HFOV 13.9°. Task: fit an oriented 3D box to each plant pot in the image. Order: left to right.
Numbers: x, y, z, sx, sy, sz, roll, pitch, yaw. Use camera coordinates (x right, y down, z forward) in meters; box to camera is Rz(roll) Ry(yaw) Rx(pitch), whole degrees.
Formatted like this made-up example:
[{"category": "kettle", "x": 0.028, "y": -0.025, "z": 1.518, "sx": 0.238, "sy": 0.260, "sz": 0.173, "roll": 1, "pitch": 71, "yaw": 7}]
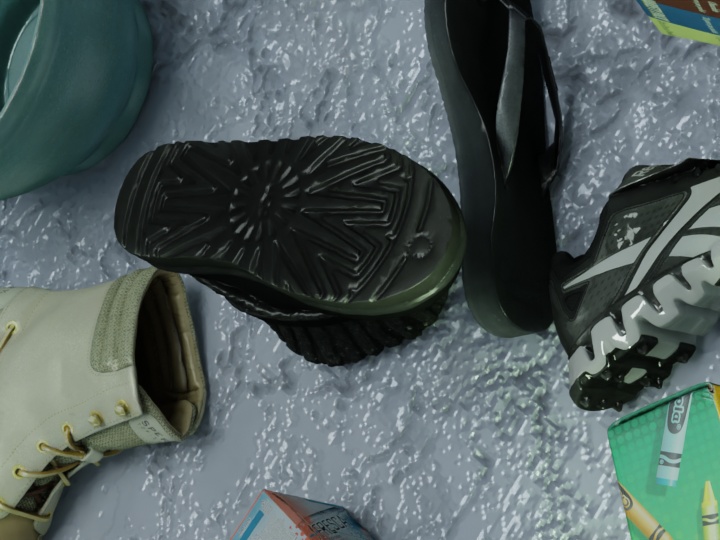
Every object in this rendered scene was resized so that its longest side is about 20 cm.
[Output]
[{"category": "plant pot", "x": -0.199, "y": -0.123, "z": 1.619, "sx": 0.200, "sy": 0.134, "sz": 0.201, "roll": -11, "pitch": 71, "yaw": 36}]

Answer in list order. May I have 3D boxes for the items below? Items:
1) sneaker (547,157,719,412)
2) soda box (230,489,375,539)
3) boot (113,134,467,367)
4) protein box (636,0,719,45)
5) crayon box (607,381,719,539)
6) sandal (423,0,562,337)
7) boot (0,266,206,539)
[{"category": "sneaker", "x": 0.158, "y": -0.023, "z": 1.350, "sx": 0.200, "sy": 0.066, "sz": 0.091, "roll": -39, "pitch": 60, "yaw": 28}, {"category": "soda box", "x": -0.063, "y": 0.208, "z": 1.469, "sx": 0.064, "sy": 0.068, "sz": 0.200, "roll": 44, "pitch": 106, "yaw": 37}, {"category": "boot", "x": 0.000, "y": -0.002, "z": 1.414, "sx": 0.210, "sy": 0.158, "sz": 0.080, "roll": 13, "pitch": 76, "yaw": 43}, {"category": "protein box", "x": 0.234, "y": -0.185, "z": 1.241, "sx": 0.199, "sy": 0.135, "sz": 0.200, "roll": 14, "pitch": 87, "yaw": 16}, {"category": "crayon box", "x": 0.179, "y": 0.157, "z": 1.255, "sx": 0.058, "sy": 0.119, "sz": 0.201, "roll": -26, "pitch": 64, "yaw": 32}, {"category": "sandal", "x": 0.076, "y": -0.069, "z": 1.429, "sx": 0.043, "sy": 0.076, "sz": 0.201, "roll": -13, "pitch": 81, "yaw": 37}, {"category": "boot", "x": -0.158, "y": 0.100, "z": 1.574, "sx": 0.154, "sy": 0.072, "sz": 0.201, "roll": -8, "pitch": 74, "yaw": 35}]
